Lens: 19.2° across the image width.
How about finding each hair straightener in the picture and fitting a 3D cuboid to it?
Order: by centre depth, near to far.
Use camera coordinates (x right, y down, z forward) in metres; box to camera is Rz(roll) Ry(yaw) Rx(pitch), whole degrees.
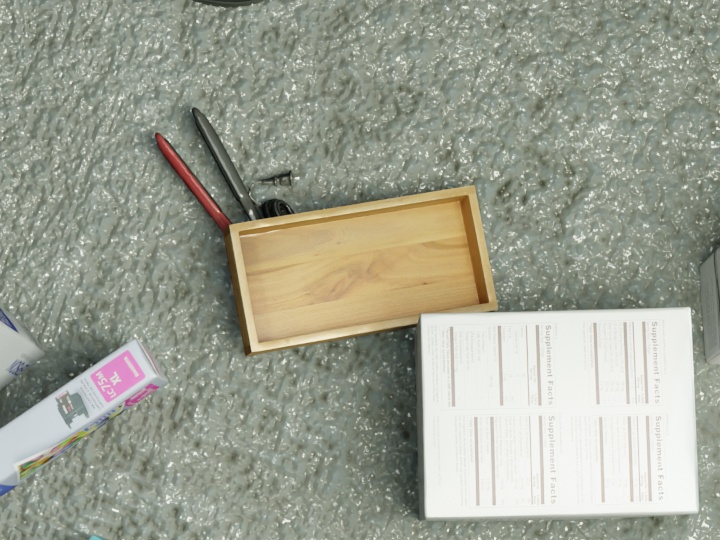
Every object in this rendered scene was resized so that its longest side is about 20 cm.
[{"bbox_3d":[-0.075,-0.047,1.669,0.077,0.041,0.201,-36,85,-3],"label":"hair straightener"}]

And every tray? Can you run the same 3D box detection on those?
[{"bbox_3d":[0.000,0.000,1.647,0.198,0.037,0.100,-9,84,-13],"label":"tray"}]

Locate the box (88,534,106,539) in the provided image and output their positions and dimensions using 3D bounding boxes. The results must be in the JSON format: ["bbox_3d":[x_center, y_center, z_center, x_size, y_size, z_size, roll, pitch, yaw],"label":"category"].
[{"bbox_3d":[-0.219,0.309,1.614,0.082,0.049,0.201,29,84,24],"label":"box"}]

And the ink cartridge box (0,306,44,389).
[{"bbox_3d":[-0.334,0.101,1.574,0.200,0.196,0.043,-41,84,-4],"label":"ink cartridge box"}]

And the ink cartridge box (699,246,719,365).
[{"bbox_3d":[0.339,0.016,1.584,0.143,0.200,0.085,-4,82,0],"label":"ink cartridge box"}]

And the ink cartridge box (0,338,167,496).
[{"bbox_3d":[-0.239,0.123,1.611,0.199,0.119,0.042,-32,87,-4],"label":"ink cartridge box"}]

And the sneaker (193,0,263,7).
[{"bbox_3d":[-0.135,-0.250,1.671,0.198,0.082,0.074,-3,82,-2],"label":"sneaker"}]

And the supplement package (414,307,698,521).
[{"bbox_3d":[0.142,0.111,1.596,0.198,0.152,0.152,-1,83,0],"label":"supplement package"}]
